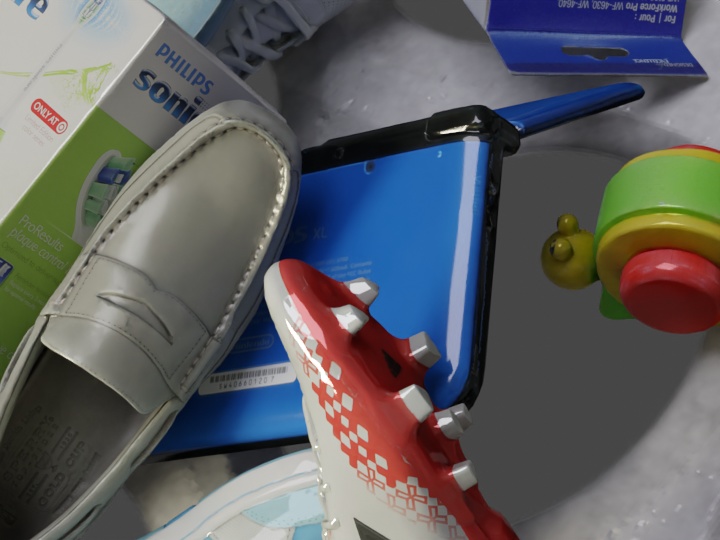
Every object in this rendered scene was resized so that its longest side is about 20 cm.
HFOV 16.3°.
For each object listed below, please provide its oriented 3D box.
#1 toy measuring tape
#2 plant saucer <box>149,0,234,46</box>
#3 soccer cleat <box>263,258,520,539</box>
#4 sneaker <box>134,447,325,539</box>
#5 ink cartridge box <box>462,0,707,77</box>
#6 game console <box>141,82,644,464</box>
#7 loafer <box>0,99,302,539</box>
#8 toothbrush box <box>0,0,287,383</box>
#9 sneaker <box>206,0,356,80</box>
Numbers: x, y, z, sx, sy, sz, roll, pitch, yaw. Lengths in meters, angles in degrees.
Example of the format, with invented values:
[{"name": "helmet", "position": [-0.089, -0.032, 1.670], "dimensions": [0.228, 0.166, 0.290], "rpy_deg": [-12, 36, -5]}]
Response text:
[{"name": "toy measuring tape", "position": [0.157, -0.015, 0.943], "dimensions": [0.200, 0.074, 0.074], "rpy_deg": [-4, 52, 27]}, {"name": "plant saucer", "position": [-0.115, -0.120, 1.118], "dimensions": [0.201, 0.039, 0.201], "rpy_deg": [-22, 46, 25]}, {"name": "soccer cleat", "position": [0.011, 0.090, 0.862], "dimensions": [0.085, 0.200, 0.069], "rpy_deg": [-31, 13, 13]}, {"name": "sneaker", "position": [-0.044, 0.152, 0.914], "dimensions": [0.200, 0.080, 0.131], "rpy_deg": [-27, 48, 11]}, {"name": "ink cartridge box", "position": [0.073, -0.154, 1.094], "dimensions": [0.099, 0.039, 0.200], "rpy_deg": [-2, 39, -26]}, {"name": "game console", "position": [0.000, 0.000, 0.999], "dimensions": [0.200, 0.118, 0.171], "rpy_deg": [-10, 65, 38]}, {"name": "loafer", "position": [-0.085, 0.029, 0.918], "dimensions": [0.200, 0.070, 0.070], "rpy_deg": [-59, 5, 7]}, {"name": "toothbrush box", "position": [-0.150, -0.032, 0.992], "dimensions": [0.200, 0.086, 0.146], "rpy_deg": [-50, 46, 1]}, {"name": "sneaker", "position": [-0.062, -0.087, 1.132], "dimensions": [0.200, 0.074, 0.116], "rpy_deg": [-27, 47, 19]}]
